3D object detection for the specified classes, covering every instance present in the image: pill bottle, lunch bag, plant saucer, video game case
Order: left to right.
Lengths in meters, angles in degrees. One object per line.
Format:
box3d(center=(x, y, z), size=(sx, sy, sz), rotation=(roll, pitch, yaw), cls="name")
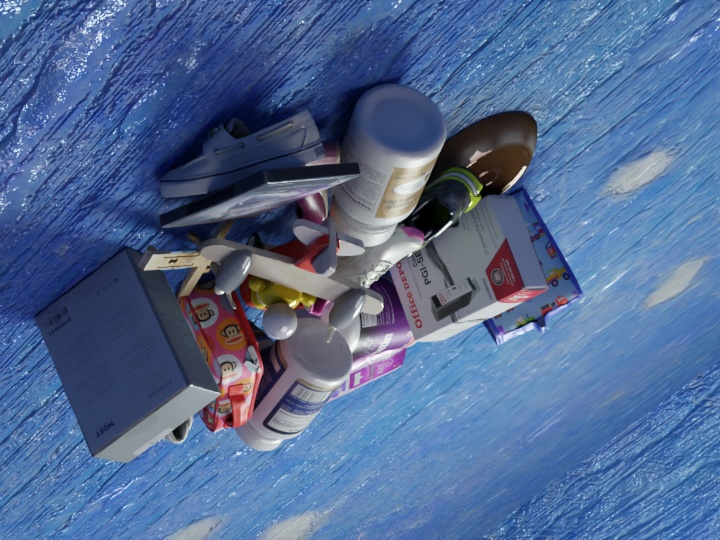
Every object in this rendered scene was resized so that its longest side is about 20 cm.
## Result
box3d(center=(-0.190, 0.125, 1.727), size=(0.081, 0.178, 0.201), rotation=(-17, 154, -21), cls="lunch bag")
box3d(center=(-0.116, -0.085, 1.459), size=(0.142, 0.019, 0.199), rotation=(-9, 173, -44), cls="video game case")
box3d(center=(-0.103, 0.167, 1.814), size=(0.110, 0.112, 0.200), rotation=(-6, 146, -41), cls="pill bottle")
box3d(center=(-0.003, 0.070, 1.910), size=(0.198, 0.113, 0.113), rotation=(-7, 148, -40), cls="pill bottle")
box3d(center=(0.025, -0.121, 1.572), size=(0.113, 0.115, 0.201), rotation=(-17, 153, -25), cls="pill bottle")
box3d(center=(0.168, -0.140, 1.794), size=(0.198, 0.037, 0.201), rotation=(-24, 155, -12), cls="plant saucer")
box3d(center=(0.230, 0.005, 1.938), size=(0.149, 0.201, 0.094), rotation=(-26, 155, -6), cls="lunch bag")

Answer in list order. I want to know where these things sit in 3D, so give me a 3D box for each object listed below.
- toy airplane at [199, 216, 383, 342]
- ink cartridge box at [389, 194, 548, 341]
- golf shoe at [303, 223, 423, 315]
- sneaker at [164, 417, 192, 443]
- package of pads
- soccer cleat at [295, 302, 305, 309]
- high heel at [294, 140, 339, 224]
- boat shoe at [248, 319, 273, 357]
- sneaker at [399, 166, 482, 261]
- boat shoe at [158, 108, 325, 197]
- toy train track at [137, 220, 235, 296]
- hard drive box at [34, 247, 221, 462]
box3d(center=(-0.082, 0.015, 1.592), size=(0.197, 0.143, 0.199), rotation=(6, 162, 15), cls="toy airplane")
box3d(center=(0.148, -0.001, 1.846), size=(0.199, 0.148, 0.082), rotation=(-29, 165, 32), cls="ink cartridge box")
box3d(center=(0.000, 0.000, 1.705), size=(0.198, 0.093, 0.075), rotation=(-19, 157, 28), cls="golf shoe")
box3d(center=(-0.295, 0.221, 1.887), size=(0.077, 0.100, 0.201), rotation=(-11, 150, -35), cls="sneaker")
box3d(center=(-0.024, 0.146, 2.079), size=(0.198, 0.076, 0.121), rotation=(-23, 158, -15), cls="package of pads")
box3d(center=(-0.042, 0.015, 1.807), size=(0.198, 0.074, 0.068), rotation=(-17, 153, -26), cls="soccer cleat")
box3d(center=(-0.084, -0.104, 1.574), size=(0.095, 0.068, 0.201), rotation=(0, 149, -10), cls="high heel")
box3d(center=(-0.174, 0.146, 1.911), size=(0.072, 0.073, 0.201), rotation=(-13, 148, -35), cls="boat shoe")
box3d(center=(0.077, -0.066, 1.740), size=(0.200, 0.074, 0.081), rotation=(-41, -178, 41), cls="sneaker")
box3d(center=(-0.138, -0.133, 1.426), size=(0.198, 0.071, 0.071), rotation=(-13, -171, 20), cls="boat shoe")
box3d(center=(-0.217, -0.022, 1.566), size=(0.115, 0.032, 0.200), rotation=(-56, 164, 14), cls="toy train track")
box3d(center=(-0.283, 0.103, 1.553), size=(0.155, 0.201, 0.077), rotation=(-35, 155, 13), cls="hard drive box")
